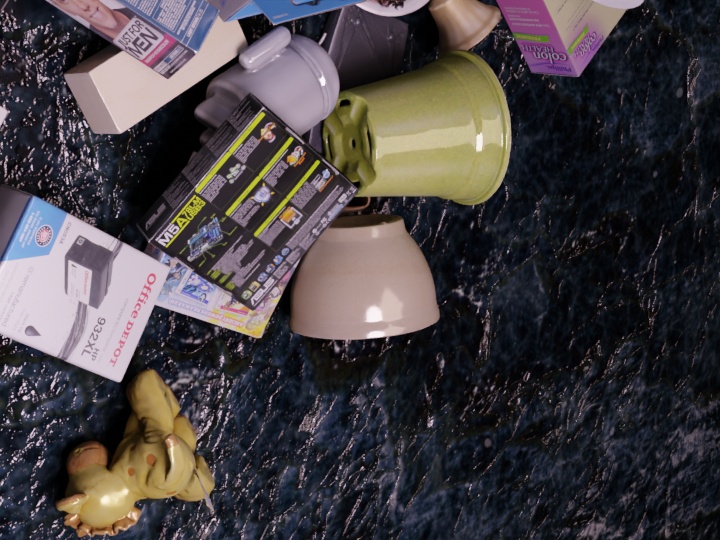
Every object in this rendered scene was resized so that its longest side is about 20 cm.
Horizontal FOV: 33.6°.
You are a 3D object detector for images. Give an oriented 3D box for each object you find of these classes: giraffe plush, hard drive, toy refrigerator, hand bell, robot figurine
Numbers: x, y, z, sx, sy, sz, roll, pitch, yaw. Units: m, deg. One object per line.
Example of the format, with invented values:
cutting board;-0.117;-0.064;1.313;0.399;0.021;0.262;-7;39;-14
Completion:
giraffe plush;-0.270;0.237;1.382;0.161;0.200;0.174;-26;126;-4
hard drive;-0.011;-0.246;1.568;0.134;0.042;0.202;13;92;-45
toy refrigerator;-0.229;-0.237;1.343;0.200;0.070;0.076;-41;120;-30
hand bell;0.094;-0.400;1.620;0.200;0.104;0.104;49;66;-25
robot figurine;-0.104;-0.208;1.424;0.200;0.113;0.171;-38;148;-28

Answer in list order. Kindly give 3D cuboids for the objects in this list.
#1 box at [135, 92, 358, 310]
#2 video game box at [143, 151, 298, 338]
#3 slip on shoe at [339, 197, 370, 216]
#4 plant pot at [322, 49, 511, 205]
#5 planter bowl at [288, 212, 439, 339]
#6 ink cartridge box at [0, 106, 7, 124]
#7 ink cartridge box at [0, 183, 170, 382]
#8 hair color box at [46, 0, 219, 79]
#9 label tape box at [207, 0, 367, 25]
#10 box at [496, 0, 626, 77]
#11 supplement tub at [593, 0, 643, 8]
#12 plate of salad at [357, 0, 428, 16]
box;-0.126;-0.073;1.378;0.200;0.048;0.193;-49;133;5
video game box;-0.161;-0.026;1.454;0.199;0.047;0.184;23;95;-45
slip on shoe;-0.068;-0.116;1.534;0.199;0.060;0.077;25;83;-45
plant pot;0.059;-0.171;1.514;0.182;0.200;0.203;-11;109;-29
planter bowl;0.000;0.000;1.542;0.199;0.199;0.136;-14;104;-41
ink cartridge box;-0.465;-0.137;1.158;0.200;0.050;0.162;34;77;-48
ink cartridge box;-0.327;0.017;1.301;0.199;0.083;0.146;31;78;-44
hair color box;-0.255;-0.286;1.228;0.199;0.100;0.061;32;69;-20
label tape box;-0.110;-0.338;1.346;0.143;0.201;0.063;-23;158;-37
box;0.300;-0.427;1.786;0.177;0.096;0.200;-53;130;-20
supplement tub;0.382;-0.489;1.680;0.145;0.144;0.202;35;76;-43
plate of salad;0.034;-0.429;1.528;0.198;0.048;0.203;2;86;-29
